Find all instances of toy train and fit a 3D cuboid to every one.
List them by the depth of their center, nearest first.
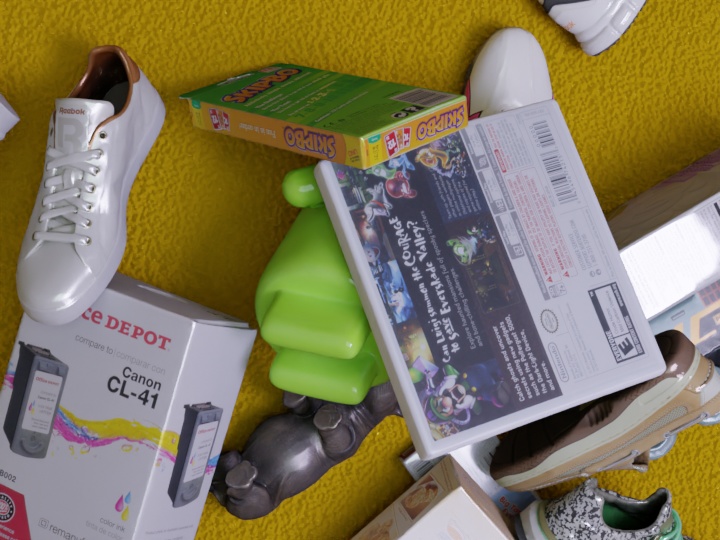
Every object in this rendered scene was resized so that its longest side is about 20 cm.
[{"bbox_3d":[0.244,0.066,1.031,0.199,0.085,0.115,-29,86,-3],"label":"toy train"}]

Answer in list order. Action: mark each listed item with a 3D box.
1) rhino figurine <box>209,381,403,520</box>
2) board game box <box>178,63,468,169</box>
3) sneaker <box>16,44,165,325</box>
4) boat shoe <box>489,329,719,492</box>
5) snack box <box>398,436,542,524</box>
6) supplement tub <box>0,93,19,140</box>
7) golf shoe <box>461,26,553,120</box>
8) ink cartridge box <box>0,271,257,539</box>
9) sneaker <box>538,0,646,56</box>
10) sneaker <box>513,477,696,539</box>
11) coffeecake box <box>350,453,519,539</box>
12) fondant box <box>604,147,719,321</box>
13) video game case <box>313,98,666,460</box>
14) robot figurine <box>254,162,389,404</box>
[{"bbox_3d":[-0.030,0.117,0.987,0.199,0.088,0.060,-31,60,-7],"label":"rhino figurine"},{"bbox_3d":[-0.031,-0.109,0.901,0.095,0.199,0.030,-25,122,-36],"label":"board game box"},{"bbox_3d":[-0.194,-0.065,0.897,0.072,0.085,0.202,3,60,16],"label":"sneaker"},{"bbox_3d":[0.179,0.121,0.958,0.076,0.200,0.072,40,44,-14],"label":"boat shoe"},{"bbox_3d":[0.116,0.204,1.046,0.072,0.024,0.201,-37,100,-6],"label":"snack box"},{"bbox_3d":[-0.341,-0.079,0.879,0.200,0.145,0.146,-43,101,-4],"label":"supplement tub"},{"bbox_3d":[0.112,-0.081,0.985,0.072,0.092,0.202,5,93,-9],"label":"golf shoe"},{"bbox_3d":[-0.176,0.111,0.925,0.147,0.085,0.202,18,94,26],"label":"ink cartridge box"},{"bbox_3d":[0.204,-0.263,0.993,0.080,0.074,0.201,34,89,-9],"label":"sneaker"},{"bbox_3d":[0.215,0.202,0.991,0.199,0.077,0.089,18,130,-29],"label":"sneaker"},{"bbox_3d":[0.045,0.267,1.000,0.200,0.073,0.154,-41,101,5],"label":"coffeecake box"},{"bbox_3d":[0.240,-0.031,0.985,0.199,0.144,0.059,-29,97,-6],"label":"fondant box"},{"bbox_3d":[0.085,0.000,0.865,0.180,0.023,0.202,-16,78,-21],"label":"video game case"},{"bbox_3d":[0.000,0.000,0.930,0.115,0.201,0.176,9,134,20],"label":"robot figurine"}]
